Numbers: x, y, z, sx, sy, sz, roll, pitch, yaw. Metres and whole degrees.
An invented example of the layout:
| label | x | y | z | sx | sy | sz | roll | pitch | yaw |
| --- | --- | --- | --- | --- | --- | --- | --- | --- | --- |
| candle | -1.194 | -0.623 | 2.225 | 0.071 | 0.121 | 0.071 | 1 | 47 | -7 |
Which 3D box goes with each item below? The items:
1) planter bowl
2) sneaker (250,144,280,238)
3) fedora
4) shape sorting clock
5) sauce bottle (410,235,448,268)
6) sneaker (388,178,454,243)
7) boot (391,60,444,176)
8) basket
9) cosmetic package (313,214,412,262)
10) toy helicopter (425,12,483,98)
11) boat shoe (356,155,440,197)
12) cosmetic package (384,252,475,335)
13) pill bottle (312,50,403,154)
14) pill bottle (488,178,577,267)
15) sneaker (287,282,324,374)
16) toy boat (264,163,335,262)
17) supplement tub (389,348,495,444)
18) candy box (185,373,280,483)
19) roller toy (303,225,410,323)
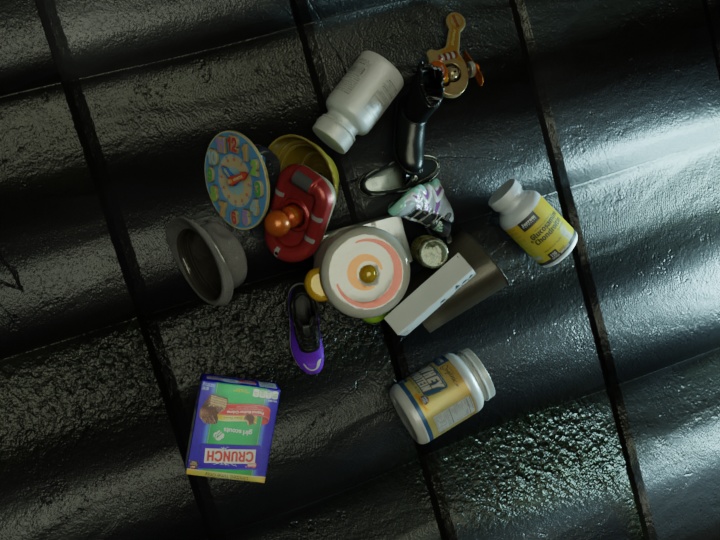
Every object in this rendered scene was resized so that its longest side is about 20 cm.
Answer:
| label | x | y | z | sx | sy | sz | roll | pitch | yaw |
| --- | --- | --- | --- | --- | --- | --- | --- | --- | --- |
| planter bowl | -0.106 | -0.192 | 1.434 | 0.083 | 0.200 | 0.201 | -31 | 101 | -47 |
| sneaker | -0.210 | -0.168 | 1.438 | 0.070 | 0.082 | 0.201 | -11 | 125 | -32 |
| fedora | -0.301 | -0.030 | 1.401 | 0.090 | 0.177 | 0.200 | -30 | 83 | -39 |
| shape sorting clock | -0.253 | -0.180 | 1.379 | 0.039 | 0.199 | 0.201 | -16 | 97 | -46 |
| sauce bottle | 0.140 | -0.042 | 1.456 | 0.064 | 0.200 | 0.065 | 0 | 94 | -3 |
| sneaker | 0.148 | -0.114 | 1.466 | 0.200 | 0.078 | 0.140 | -30 | 88 | -50 |
| boot | 0.124 | -0.319 | 1.436 | 0.073 | 0.162 | 0.199 | 4 | 72 | -19 |
| basket | 0.193 | 0.031 | 1.503 | 0.200 | 0.180 | 0.136 | -38 | 132 | 1 |
| cosmetic package | -0.002 | -0.045 | 1.487 | 0.199 | 0.081 | 0.113 | -18 | 99 | -12 |
| toy helicopter | 0.210 | -0.477 | 1.520 | 0.132 | 0.079 | 0.201 | 10 | 78 | -6 |
| boat shoe | 0.091 | -0.206 | 1.510 | 0.199 | 0.060 | 0.076 | -23 | 97 | -10 |
| cosmetic package | 0.144 | 0.052 | 1.401 | 0.200 | 0.083 | 0.051 | -42 | 74 | 7 |
| pill bottle | -0.008 | -0.353 | 1.454 | 0.114 | 0.114 | 0.200 | 38 | 84 | -11 |
| pill bottle | 0.387 | -0.110 | 1.552 | 0.200 | 0.112 | 0.112 | 42 | 84 | -11 |
| sneaker | -0.118 | 0.129 | 1.459 | 0.069 | 0.100 | 0.201 | -11 | 94 | -9 |
| toy boat | -0.140 | -0.103 | 1.354 | 0.130 | 0.131 | 0.201 | 34 | 127 | 19 |
| supplement tub | 0.179 | 0.273 | 1.508 | 0.199 | 0.145 | 0.145 | -29 | 98 | -10 |
| candy box | -0.271 | 0.333 | 1.448 | 0.168 | 0.077 | 0.201 | 10 | 92 | -13 |
| roller toy | 0.000 | 0.000 | 1.379 | 0.199 | 0.140 | 0.183 | 25 | 90 | -14 |
